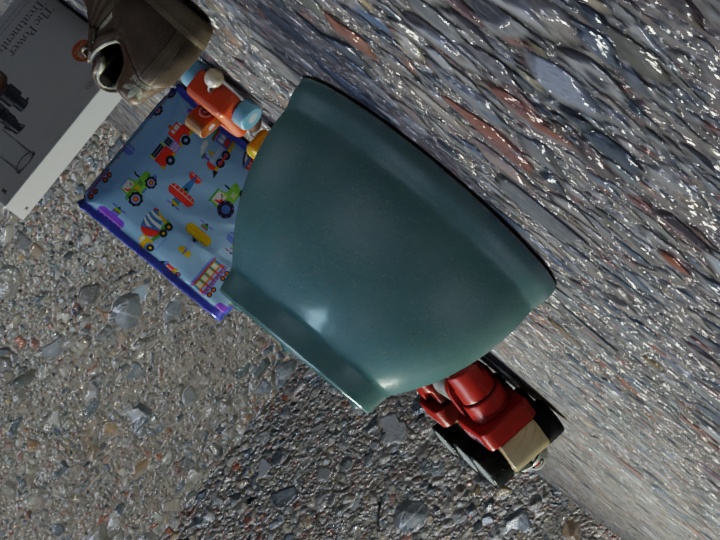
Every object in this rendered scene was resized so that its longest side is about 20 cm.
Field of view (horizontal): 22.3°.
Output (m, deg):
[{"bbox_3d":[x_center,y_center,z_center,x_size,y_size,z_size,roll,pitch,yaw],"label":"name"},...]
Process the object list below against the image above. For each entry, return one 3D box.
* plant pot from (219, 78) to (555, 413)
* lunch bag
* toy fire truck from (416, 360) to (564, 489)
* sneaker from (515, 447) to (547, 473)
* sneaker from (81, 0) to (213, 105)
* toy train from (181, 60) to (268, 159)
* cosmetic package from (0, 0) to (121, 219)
[{"bbox_3d":[0.000,0.000,1.104,0.200,0.134,0.200,39,176,3],"label":"plant pot"},{"bbox_3d":[-0.151,-0.058,1.774,0.200,0.151,0.094,40,177,-10],"label":"lunch bag"},{"bbox_3d":[0.089,0.121,1.916,0.200,0.129,0.176,53,172,-20],"label":"toy fire truck"},{"bbox_3d":[0.191,0.203,2.169,0.088,0.074,0.200,40,-174,-3],"label":"sneaker"},{"bbox_3d":[-0.167,-0.163,1.253,0.070,0.076,0.200,41,176,-24],"label":"sneaker"},{"bbox_3d":[-0.061,-0.075,1.421,0.200,0.056,0.150,39,177,17],"label":"toy train"},{"bbox_3d":[-0.344,-0.177,1.884,0.151,0.200,0.052,37,177,19],"label":"cosmetic package"}]
